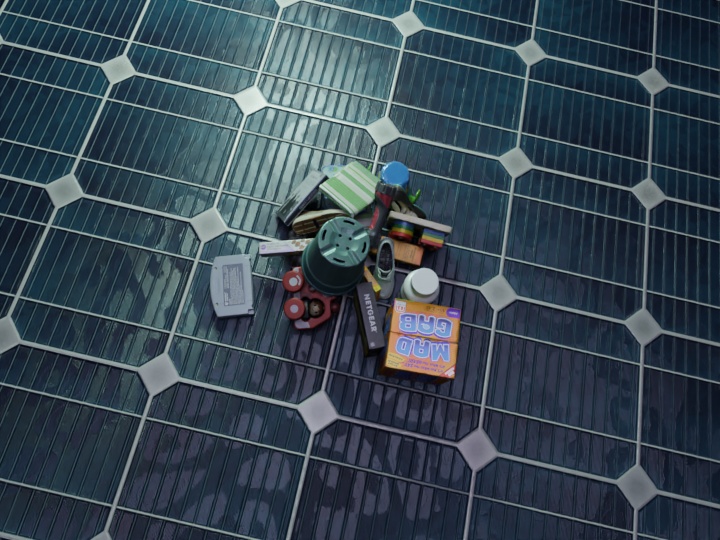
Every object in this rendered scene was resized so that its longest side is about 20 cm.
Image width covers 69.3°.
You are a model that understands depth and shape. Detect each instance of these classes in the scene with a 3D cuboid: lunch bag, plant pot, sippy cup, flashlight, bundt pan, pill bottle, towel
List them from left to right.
[{"bbox_3d":[-0.153,-0.086,1.701,0.200,0.076,0.204,1,71,-4],"label":"bundt pan"},{"bbox_3d":[-0.064,-0.049,1.510,0.198,0.196,0.202,4,72,-12],"label":"plant pot"},{"bbox_3d":[-0.052,-0.267,1.729,0.159,0.083,0.201,-2,44,-6],"label":"lunch bag"},{"bbox_3d":[-0.034,-0.183,1.724,0.148,0.031,0.201,-5,45,-13],"label":"towel"},{"bbox_3d":[-0.021,-0.259,1.643,0.152,0.023,0.200,40,50,8],"label":"towel"},{"bbox_3d":[0.050,-0.174,1.616,0.067,0.068,0.201,14,107,-26],"label":"flashlight"},{"bbox_3d":[0.110,-0.296,1.759,0.176,0.130,0.141,-6,72,-5],"label":"sippy cup"},{"bbox_3d":[0.182,0.062,1.611,0.110,0.200,0.112,1,72,-4],"label":"pill bottle"}]

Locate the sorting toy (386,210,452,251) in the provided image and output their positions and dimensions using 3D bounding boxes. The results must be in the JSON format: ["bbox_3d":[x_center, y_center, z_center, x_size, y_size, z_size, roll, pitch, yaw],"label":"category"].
[{"bbox_3d":[0.177,-0.120,1.679,0.197,0.200,0.070,15,88,1],"label":"sorting toy"}]

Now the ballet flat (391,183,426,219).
[{"bbox_3d":[0.146,-0.205,1.721,0.068,0.200,0.069,11,70,45],"label":"ballet flat"}]

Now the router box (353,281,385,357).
[{"bbox_3d":[0.024,0.153,1.594,0.052,0.157,0.202,-9,72,-8],"label":"router box"}]

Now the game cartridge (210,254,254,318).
[{"bbox_3d":[-0.410,0.050,1.659,0.132,0.041,0.202,-4,72,-9],"label":"game cartridge"}]

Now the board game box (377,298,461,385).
[{"bbox_3d":[0.172,0.219,1.560,0.198,0.200,0.202,10,72,-1],"label":"board game box"}]

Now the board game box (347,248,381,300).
[{"bbox_3d":[0.000,0.000,1.667,0.030,0.096,0.201,-28,72,-13],"label":"board game box"}]

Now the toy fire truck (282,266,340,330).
[{"bbox_3d":[-0.149,0.079,1.612,0.166,0.112,0.202,-5,82,1],"label":"toy fire truck"}]

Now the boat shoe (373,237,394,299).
[{"bbox_3d":[0.074,-0.003,1.654,0.069,0.072,0.203,4,102,5],"label":"boat shoe"}]

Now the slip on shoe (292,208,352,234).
[{"bbox_3d":[-0.116,-0.161,1.637,0.198,0.076,0.061,-11,39,16],"label":"slip on shoe"}]

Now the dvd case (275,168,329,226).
[{"bbox_3d":[-0.192,-0.241,1.693,0.200,0.150,0.025,-48,116,0],"label":"dvd case"}]

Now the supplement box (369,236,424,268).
[{"bbox_3d":[0.105,-0.067,1.713,0.198,0.069,0.067,15,85,3],"label":"supplement box"}]

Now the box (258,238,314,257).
[{"bbox_3d":[-0.216,-0.071,1.632,0.198,0.041,0.039,-4,73,-1],"label":"box"}]
